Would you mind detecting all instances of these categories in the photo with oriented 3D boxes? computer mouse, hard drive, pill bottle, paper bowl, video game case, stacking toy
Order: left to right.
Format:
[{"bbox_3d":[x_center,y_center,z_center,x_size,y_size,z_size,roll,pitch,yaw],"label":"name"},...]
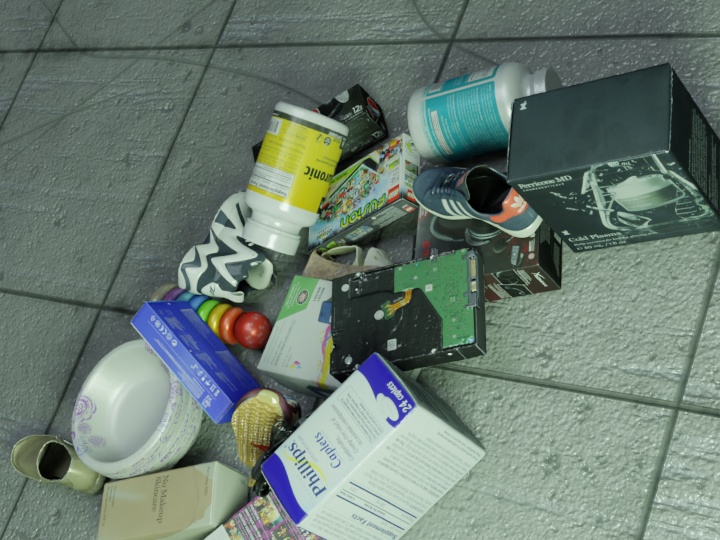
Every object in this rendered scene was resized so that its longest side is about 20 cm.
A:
[{"bbox_3d":[-0.307,0.208,1.794,0.200,0.104,0.201,-17,56,27],"label":"paper bowl"},{"bbox_3d":[-0.212,0.072,1.829,0.200,0.085,0.085,9,70,32],"label":"stacking toy"},{"bbox_3d":[-0.107,0.386,1.564,0.181,0.036,0.200,-41,60,10],"label":"video game case"},{"bbox_3d":[-0.099,-0.129,1.779,0.111,0.111,0.200,24,96,42],"label":"pill bottle"},{"bbox_3d":[-0.067,0.216,1.576,0.044,0.200,0.110,32,111,17],"label":"computer mouse"},{"bbox_3d":[0.058,0.056,1.555,0.200,0.038,0.140,-15,58,24],"label":"hard drive"},{"bbox_3d":[0.172,-0.215,1.692,0.200,0.111,0.111,-11,58,31],"label":"pill bottle"}]

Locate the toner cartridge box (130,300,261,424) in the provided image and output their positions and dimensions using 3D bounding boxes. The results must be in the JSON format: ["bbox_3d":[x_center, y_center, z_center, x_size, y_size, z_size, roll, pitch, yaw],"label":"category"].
[{"bbox_3d":[-0.222,0.124,1.739,0.200,0.095,0.043,46,109,22],"label":"toner cartridge box"}]

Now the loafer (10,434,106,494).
[{"bbox_3d":[-0.463,0.283,1.886,0.200,0.068,0.076,5,67,38],"label":"loafer"}]

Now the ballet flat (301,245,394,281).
[{"bbox_3d":[0.000,0.000,1.715,0.200,0.068,0.067,8,78,38],"label":"ballet flat"}]

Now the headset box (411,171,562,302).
[{"bbox_3d":[0.156,-0.039,1.623,0.200,0.077,0.149,-10,59,30],"label":"headset box"}]

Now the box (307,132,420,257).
[{"bbox_3d":[0.004,-0.101,1.761,0.200,0.035,0.110,-29,48,41],"label":"box"}]

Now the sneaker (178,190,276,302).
[{"bbox_3d":[-0.168,-0.028,1.859,0.129,0.080,0.199,23,46,13],"label":"sneaker"}]

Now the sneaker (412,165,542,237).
[{"bbox_3d":[0.134,-0.104,1.567,0.200,0.085,0.075,17,74,41],"label":"sneaker"}]

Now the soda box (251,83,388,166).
[{"bbox_3d":[-0.062,-0.193,1.876,0.200,0.071,0.063,-28,51,20],"label":"soda box"}]

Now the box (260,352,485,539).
[{"bbox_3d":[0.016,0.226,1.493,0.200,0.184,0.105,-45,50,5],"label":"box"}]

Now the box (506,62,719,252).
[{"bbox_3d":[0.306,-0.126,1.483,0.200,0.197,0.124,-10,59,32],"label":"box"}]

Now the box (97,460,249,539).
[{"bbox_3d":[-0.253,0.326,1.701,0.200,0.078,0.095,-17,56,28],"label":"box"}]

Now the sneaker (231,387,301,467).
[{"bbox_3d":[-0.116,0.185,1.615,0.075,0.200,0.090,23,57,6],"label":"sneaker"}]

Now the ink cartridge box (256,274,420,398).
[{"bbox_3d":[-0.018,0.097,1.661,0.200,0.088,0.146,11,71,37],"label":"ink cartridge box"}]
